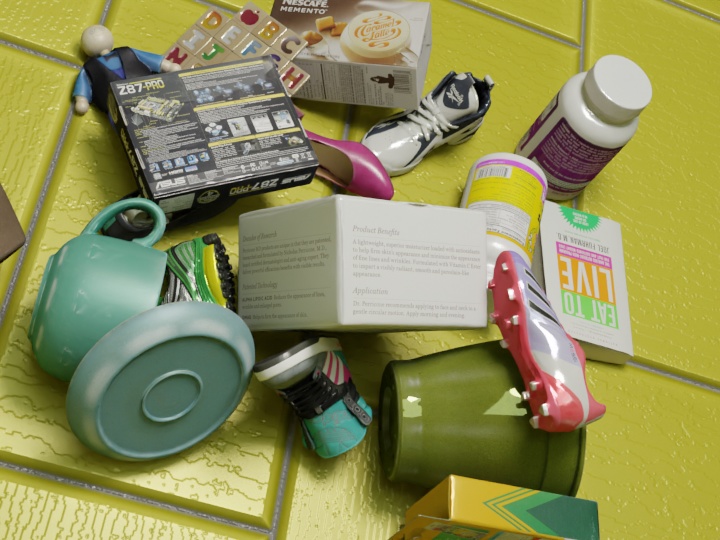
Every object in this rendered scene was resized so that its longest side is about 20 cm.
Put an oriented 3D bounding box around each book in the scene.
[{"bbox_3d":[0.280,0.014,1.509,0.133,0.048,0.201,14,56,-20],"label":"book"}]

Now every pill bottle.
[{"bbox_3d":[0.166,-0.041,1.452,0.104,0.104,0.201,23,57,-9],"label":"pill bottle"},{"bbox_3d":[0.291,-0.186,1.526,0.112,0.200,0.113,10,59,-17],"label":"pill bottle"}]

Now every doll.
[{"bbox_3d":[-0.271,-0.214,1.395,0.136,0.049,0.200,-30,70,-19],"label":"doll"}]

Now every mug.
[{"bbox_3d":[-0.270,0.028,1.205,0.114,0.152,0.186,15,51,-12],"label":"mug"}]

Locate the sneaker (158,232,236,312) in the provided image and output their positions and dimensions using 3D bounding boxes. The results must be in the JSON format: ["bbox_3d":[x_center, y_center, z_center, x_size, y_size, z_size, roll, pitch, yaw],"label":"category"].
[{"bbox_3d":[-0.176,0.063,1.283,0.085,0.078,0.201,-13,71,6],"label":"sneaker"}]

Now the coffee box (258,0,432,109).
[{"bbox_3d":[-0.017,-0.278,1.479,0.199,0.080,0.115,7,57,10],"label":"coffee box"}]

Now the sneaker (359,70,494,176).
[{"bbox_3d":[0.093,-0.198,1.493,0.199,0.130,0.080,-19,70,-29],"label":"sneaker"}]

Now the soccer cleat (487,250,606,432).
[{"bbox_3d":[0.188,0.070,1.204,0.076,0.067,0.201,-5,62,-20],"label":"soccer cleat"}]

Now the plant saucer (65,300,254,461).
[{"bbox_3d":[-0.190,0.118,1.162,0.199,0.201,0.027,-12,41,-28],"label":"plant saucer"}]

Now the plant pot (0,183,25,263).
[{"bbox_3d":[-0.435,-0.063,1.180,0.200,0.200,0.175,-43,100,-34],"label":"plant pot"}]

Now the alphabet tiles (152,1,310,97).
[{"bbox_3d":[-0.165,-0.233,1.422,0.166,0.006,0.200,38,76,19],"label":"alphabet tiles"}]

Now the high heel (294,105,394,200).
[{"bbox_3d":[-0.057,-0.130,1.431,0.200,0.068,0.096,34,44,16],"label":"high heel"}]

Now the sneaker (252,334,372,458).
[{"bbox_3d":[-0.047,0.138,1.237,0.083,0.200,0.121,-25,82,13],"label":"sneaker"}]

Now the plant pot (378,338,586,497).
[{"bbox_3d":[0.122,0.163,1.283,0.192,0.201,0.201,2,61,-8],"label":"plant pot"}]

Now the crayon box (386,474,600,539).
[{"bbox_3d":[0.131,0.266,1.224,0.199,0.126,0.052,12,59,-16],"label":"crayon box"}]

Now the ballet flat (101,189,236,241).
[{"bbox_3d":[-0.205,-0.086,1.345,0.200,0.073,0.073,-28,76,-33],"label":"ballet flat"}]

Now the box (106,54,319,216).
[{"bbox_3d":[-0.167,-0.155,1.326,0.199,0.049,0.162,-15,68,-24],"label":"box"}]

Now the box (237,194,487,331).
[{"bbox_3d":[0.000,0.000,1.263,0.198,0.200,0.131,3,84,-36],"label":"box"}]
